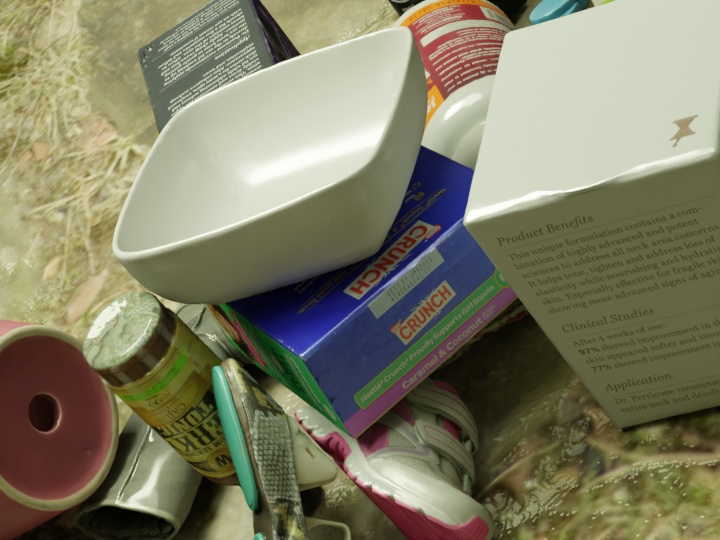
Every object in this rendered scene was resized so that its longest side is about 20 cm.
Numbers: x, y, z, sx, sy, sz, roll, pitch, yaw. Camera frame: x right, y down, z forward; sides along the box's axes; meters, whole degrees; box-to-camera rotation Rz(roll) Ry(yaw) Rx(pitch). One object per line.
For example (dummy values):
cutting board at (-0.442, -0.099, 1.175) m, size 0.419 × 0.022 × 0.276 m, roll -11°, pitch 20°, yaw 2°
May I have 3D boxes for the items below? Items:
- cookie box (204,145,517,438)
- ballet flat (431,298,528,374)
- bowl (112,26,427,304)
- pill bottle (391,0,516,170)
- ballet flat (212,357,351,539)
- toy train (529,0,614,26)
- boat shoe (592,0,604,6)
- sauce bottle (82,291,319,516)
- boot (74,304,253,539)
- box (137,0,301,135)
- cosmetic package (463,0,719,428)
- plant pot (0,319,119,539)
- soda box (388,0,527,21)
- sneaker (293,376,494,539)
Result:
cookie box at (0.000, 0.000, 1.549) m, size 0.171 × 0.075 × 0.200 m, roll -40°, pitch 28°, yaw -10°
ballet flat at (0.074, 0.012, 1.585) m, size 0.200 × 0.076 × 0.064 m, roll -33°, pitch -3°, yaw 9°
bowl at (-0.047, -0.056, 1.520) m, size 0.199 × 0.075 × 0.200 m, roll -17°, pitch 29°, yaw 23°
pill bottle at (0.086, -0.105, 1.680) m, size 0.109 × 0.110 × 0.200 m, roll -34°, pitch 35°, yaw 7°
ballet flat at (-0.043, 0.150, 1.483) m, size 0.072 × 0.072 × 0.201 m, roll -14°, pitch 84°, yaw 31°
toy train at (0.189, -0.133, 1.579) m, size 0.085 × 0.116 × 0.200 m, roll -45°, pitch 19°, yaw -8°
boat shoe at (0.210, -0.223, 1.741) m, size 0.068 × 0.072 × 0.200 m, roll -31°, pitch 29°, yaw -16°
sauce bottle at (-0.096, 0.094, 1.541) m, size 0.065 × 0.200 × 0.065 m, roll -26°, pitch 39°, yaw 23°
boot at (-0.104, 0.092, 1.667) m, size 0.182 × 0.073 × 0.200 m, roll -23°, pitch 29°, yaw 44°
box at (-0.075, -0.096, 1.785) m, size 0.104 × 0.148 × 0.200 m, roll -33°, pitch 36°, yaw 8°
cosmetic package at (0.190, -0.041, 1.433) m, size 0.167 × 0.200 × 0.167 m, roll -14°, pitch 41°, yaw 30°
plant pot at (-0.272, 0.113, 1.667) m, size 0.179 × 0.200 × 0.200 m, roll -13°, pitch 41°, yaw 45°
soda box at (0.040, -0.249, 1.804) m, size 0.063 × 0.200 × 0.071 m, roll 8°, pitch 55°, yaw 49°
sneaker at (0.034, 0.111, 1.510) m, size 0.088 × 0.081 × 0.200 m, roll -43°, pitch 35°, yaw -4°
